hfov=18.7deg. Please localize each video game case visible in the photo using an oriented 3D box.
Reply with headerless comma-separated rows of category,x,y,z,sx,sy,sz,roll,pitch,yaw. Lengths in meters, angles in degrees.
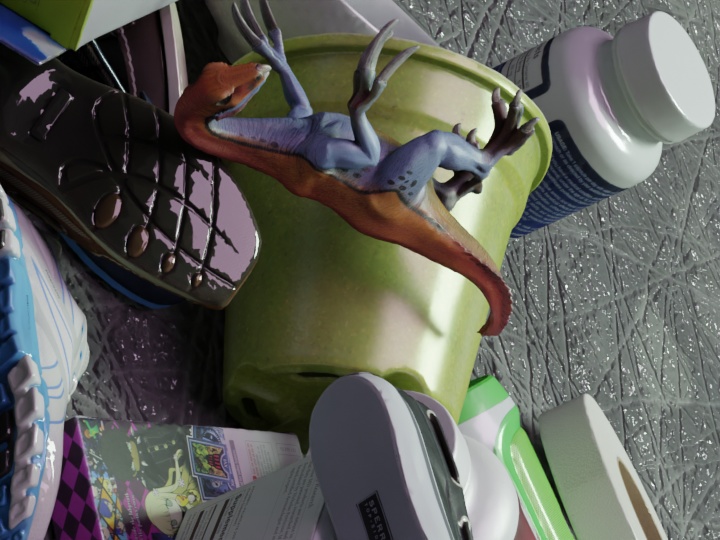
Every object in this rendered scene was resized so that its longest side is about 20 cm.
video game case,-0.074,0.176,1.108,0.181,0.036,0.201,10,61,-54

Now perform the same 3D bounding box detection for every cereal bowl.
cereal bowl,-0.027,-0.141,1.330,0.200,0.083,0.200,41,11,-10

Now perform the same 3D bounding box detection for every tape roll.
tape roll,0.173,0.178,1.423,0.204,0.037,0.203,62,9,-17

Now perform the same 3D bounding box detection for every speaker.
speaker,0.089,0.169,1.319,0.088,0.088,0.201,-25,90,-59

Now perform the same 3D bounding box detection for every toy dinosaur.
toy dinosaur,-0.003,-0.054,1.078,0.180,0.105,0.202,-12,88,-31

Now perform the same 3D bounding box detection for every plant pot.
plant pot,0.000,0.000,1.226,0.200,0.199,0.186,34,54,-41

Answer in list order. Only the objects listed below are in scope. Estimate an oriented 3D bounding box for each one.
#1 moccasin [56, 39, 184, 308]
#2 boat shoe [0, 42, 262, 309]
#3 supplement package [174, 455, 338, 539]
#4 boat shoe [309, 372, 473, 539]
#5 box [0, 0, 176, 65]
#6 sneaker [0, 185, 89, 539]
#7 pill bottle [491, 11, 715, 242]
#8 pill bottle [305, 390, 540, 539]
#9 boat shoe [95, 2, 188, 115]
moccasin,-0.139,-0.067,1.150,0.200,0.068,0.081,54,32,-19
boat shoe,-0.138,-0.053,1.086,0.200,0.074,0.076,38,69,-1
supplement package,-0.023,0.214,1.019,0.156,0.110,0.201,49,36,-23
boat shoe,0.029,0.140,0.981,0.056,0.068,0.201,17,52,-48
box,-0.150,-0.174,1.114,0.121,0.048,0.200,32,29,11
sneaker,-0.158,0.053,1.037,0.087,0.075,0.201,33,43,-50
pill bottle,0.130,-0.093,1.455,0.111,0.199,0.112,35,42,-40
pill bottle,0.042,0.160,1.175,0.114,0.112,0.201,-83,155,-42
boat shoe,-0.134,-0.155,1.230,0.072,0.059,0.202,101,-21,-72
